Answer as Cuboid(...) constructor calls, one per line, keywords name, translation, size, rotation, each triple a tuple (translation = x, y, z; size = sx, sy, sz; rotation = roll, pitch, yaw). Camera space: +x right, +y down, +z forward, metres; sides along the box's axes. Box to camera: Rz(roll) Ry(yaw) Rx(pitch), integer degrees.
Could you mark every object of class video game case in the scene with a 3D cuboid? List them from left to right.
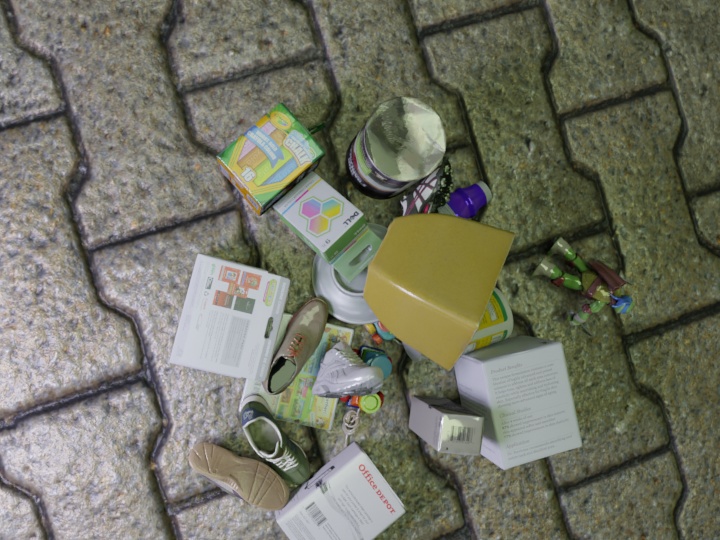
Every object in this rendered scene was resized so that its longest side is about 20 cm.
Cuboid(name="video game case", translation=(-0.121, 0.190, 1.163), size=(0.181, 0.023, 0.201), rotation=(14, 85, -10))

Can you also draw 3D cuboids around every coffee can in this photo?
Cuboid(name="coffee can", translation=(0.059, -0.220, 1.121), size=(0.146, 0.200, 0.147), rotation=(0, 87, -11))

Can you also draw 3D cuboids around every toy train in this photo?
Cuboid(name="toy train", translation=(0.009, 0.247, 1.138), size=(0.084, 0.116, 0.201), rotation=(14, 85, -9))
Cuboid(name="toy train", translation=(0.080, 0.053, 1.189), size=(0.149, 0.056, 0.201), rotation=(6, 87, -10))

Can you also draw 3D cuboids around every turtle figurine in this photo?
Cuboid(name="turtle figurine", translation=(0.456, 0.035, 1.252), size=(0.194, 0.200, 0.144), rotation=(38, 105, 12))

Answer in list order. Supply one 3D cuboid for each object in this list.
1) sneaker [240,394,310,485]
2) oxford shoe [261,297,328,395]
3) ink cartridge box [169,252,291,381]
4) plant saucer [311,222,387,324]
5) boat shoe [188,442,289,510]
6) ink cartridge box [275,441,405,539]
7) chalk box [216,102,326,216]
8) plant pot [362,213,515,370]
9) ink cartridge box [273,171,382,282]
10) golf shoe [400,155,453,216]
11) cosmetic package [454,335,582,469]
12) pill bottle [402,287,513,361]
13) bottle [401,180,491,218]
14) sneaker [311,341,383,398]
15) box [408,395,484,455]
Cuboid(name="sneaker", translation=(-0.158, 0.327, 1.104), size=(0.067, 0.090, 0.201), rotation=(-31, 103, -1))
Cuboid(name="oxford shoe", translation=(-0.114, 0.143, 1.113), size=(0.070, 0.075, 0.201), rotation=(27, 86, -7))
Cuboid(name="ink cartridge box", translation=(-0.235, 0.088, 1.112), size=(0.175, 0.084, 0.201), rotation=(15, 86, -8))
Cuboid(name="plant saucer", translation=(0.000, 0.000, 1.144), size=(0.199, 0.050, 0.201), rotation=(-2, 77, 9))
Cuboid(name="boat shoe", translation=(-0.225, 0.379, 1.116), size=(0.199, 0.065, 0.072), rotation=(28, 65, -10))
Cuboid(name="ink cartridge box", translation=(-0.039, 0.447, 1.138), size=(0.200, 0.084, 0.146), rotation=(-36, 95, -11))
Cuboid(name="chalk box", translation=(-0.150, -0.217, 1.121), size=(0.200, 0.125, 0.124), rotation=(-43, 96, -10))
Cuboid(name="plant pot", translation=(0.117, 0.017, 1.033), size=(0.199, 0.196, 0.195), rotation=(25, 62, 7))
Cuboid(name="ink cartridge box", translation=(-0.056, -0.084, 1.121), size=(0.104, 0.059, 0.200), rotation=(-43, 66, -10))
Cuboid(name="golf shoe", translation=(0.122, -0.142, 1.146), size=(0.088, 0.077, 0.201), rotation=(6, 55, 26))
Cuboid(name="cosmetic package", translation=(0.296, 0.244, 1.167), size=(0.167, 0.166, 0.201), rotation=(-11, 91, -11))
Cuboid(name="pill bottle", translation=(0.182, 0.107, 1.167), size=(0.199, 0.113, 0.113), rotation=(-16, 91, -18))
Cuboid(name="bottle", translation=(0.167, -0.111, 1.201), size=(0.199, 0.065, 0.084), rotation=(-31, 64, -11))
Cuboid(name="sneaker", translation=(-0.028, 0.173, 1.077), size=(0.078, 0.200, 0.100), rotation=(12, 72, -31))
Cuboid(name="box", translation=(0.154, 0.283, 1.121), size=(0.082, 0.200, 0.069), rotation=(8, 86, -11))
